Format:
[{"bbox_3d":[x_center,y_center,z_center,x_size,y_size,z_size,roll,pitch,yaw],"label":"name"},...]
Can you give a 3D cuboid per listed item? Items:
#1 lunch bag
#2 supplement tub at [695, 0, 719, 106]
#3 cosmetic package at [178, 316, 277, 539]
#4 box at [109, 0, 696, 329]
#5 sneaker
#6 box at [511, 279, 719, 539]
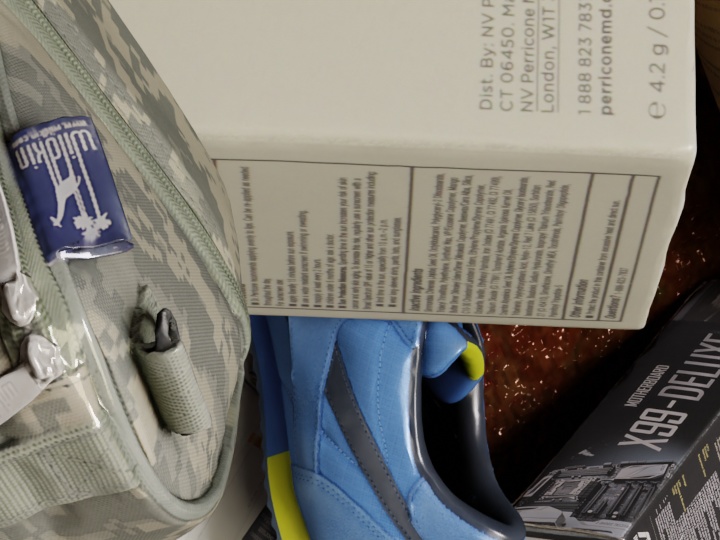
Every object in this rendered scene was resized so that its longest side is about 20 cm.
[{"bbox_3d":[-0.123,0.024,0.587,0.199,0.168,0.140,-26,121,10],"label":"lunch bag"},{"bbox_3d":[0.176,-0.099,0.891,0.144,0.144,0.201,-36,120,-19],"label":"supplement tub"},{"bbox_3d":[-0.036,0.114,0.883,0.200,0.052,0.151,41,82,-34],"label":"cosmetic package"},{"bbox_3d":[-0.014,-0.058,0.734,0.199,0.128,0.110,3,69,0],"label":"box"},{"bbox_3d":[0.000,0.000,0.815,0.066,0.078,0.201,-2,72,-53],"label":"sneaker"},{"bbox_3d":[0.127,0.127,0.957,0.158,0.050,0.201,-45,127,-44],"label":"box"}]
